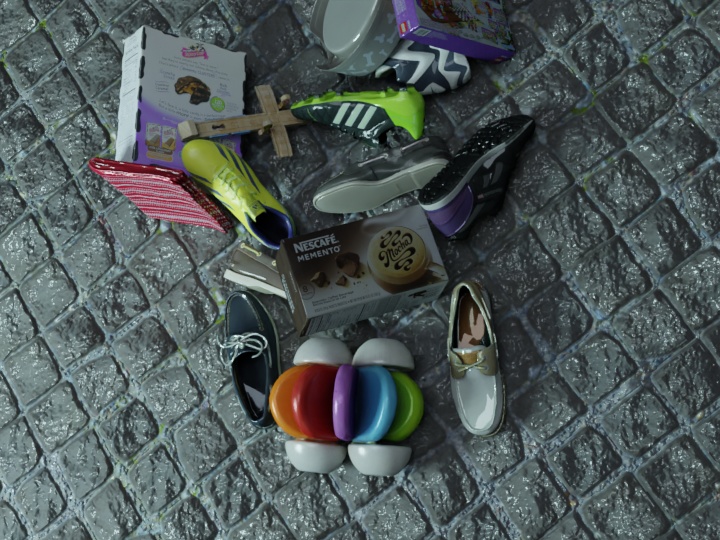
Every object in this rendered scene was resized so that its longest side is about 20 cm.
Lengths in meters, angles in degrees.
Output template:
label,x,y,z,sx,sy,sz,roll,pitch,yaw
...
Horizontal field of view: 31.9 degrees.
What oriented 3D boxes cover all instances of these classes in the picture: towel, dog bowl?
label,x,y,z,sx,sy,sz,roll,pitch,yaw
towel,-0.272,-0.101,1.733,0.143,0.200,0.023,10,74,19
dog bowl,0.004,-0.359,1.729,0.200,0.058,0.202,-35,46,45

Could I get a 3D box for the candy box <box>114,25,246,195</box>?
label,x,y,z,sx,sy,sz,roll,pitch,yaw
candy box,-0.251,-0.222,1.770,0.071,0.166,0.203,-15,69,54

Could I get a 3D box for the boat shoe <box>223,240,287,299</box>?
label,x,y,z,sx,sy,sz,roll,pitch,yaw
boat shoe,-0.093,0.012,1.723,0.198,0.072,0.060,18,85,25

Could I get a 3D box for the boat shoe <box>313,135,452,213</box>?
label,x,y,z,sx,sy,sz,roll,pitch,yaw
boat shoe,0.029,-0.131,1.723,0.198,0.067,0.057,-16,54,8

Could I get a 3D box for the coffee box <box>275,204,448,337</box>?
label,x,y,z,sx,sy,sz,roll,pitch,yaw
coffee box,0.000,0.000,1.648,0.198,0.080,0.114,-14,72,-15

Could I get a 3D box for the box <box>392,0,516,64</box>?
label,x,y,z,sx,sy,sz,roll,pitch,yaw
box,0.119,-0.359,1.673,0.039,0.199,0.138,-25,69,42

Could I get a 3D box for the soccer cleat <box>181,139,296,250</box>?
label,x,y,z,sx,sy,sz,roll,pitch,yaw
soccer cleat,-0.160,-0.103,1.713,0.065,0.084,0.200,-44,112,5

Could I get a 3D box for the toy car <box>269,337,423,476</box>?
label,x,y,z,sx,sy,sz,roll,pitch,yaw
toy car,-0.022,0.170,1.621,0.198,0.150,0.177,0,78,17

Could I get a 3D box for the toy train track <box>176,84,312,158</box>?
label,x,y,z,sx,sy,sz,roll,pitch,yaw
toy train track,-0.155,-0.209,1.748,0.198,0.033,0.116,-12,71,-25

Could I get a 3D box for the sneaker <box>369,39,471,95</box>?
label,x,y,z,sx,sy,sz,roll,pitch,yaw
sneaker,0.057,-0.322,1.742,0.129,0.079,0.201,-26,81,1

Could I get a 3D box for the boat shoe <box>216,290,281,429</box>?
label,x,y,z,sx,sy,sz,roll,pitch,yaw
boat shoe,-0.152,0.119,1.720,0.074,0.062,0.202,-15,73,16

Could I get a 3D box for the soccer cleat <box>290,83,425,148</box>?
label,x,y,z,sx,sy,sz,roll,pitch,yaw
soccer cleat,-0.005,-0.208,1.721,0.198,0.067,0.082,1,108,25

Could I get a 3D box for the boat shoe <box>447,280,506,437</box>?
label,x,y,z,sx,sy,sz,roll,pitch,yaw
boat shoe,0.143,0.113,1.625,0.074,0.068,0.202,-11,75,15

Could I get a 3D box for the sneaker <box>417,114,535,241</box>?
label,x,y,z,sx,sy,sz,roll,pitch,yaw
sneaker,0.166,-0.122,1.679,0.200,0.088,0.076,-43,28,-15
